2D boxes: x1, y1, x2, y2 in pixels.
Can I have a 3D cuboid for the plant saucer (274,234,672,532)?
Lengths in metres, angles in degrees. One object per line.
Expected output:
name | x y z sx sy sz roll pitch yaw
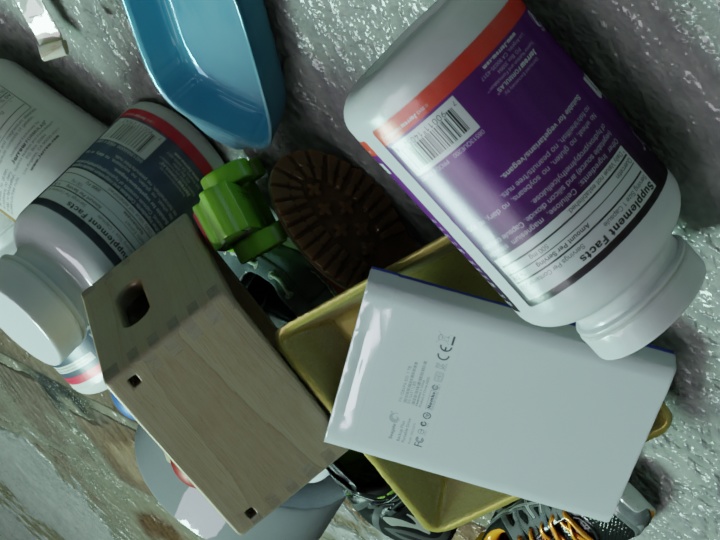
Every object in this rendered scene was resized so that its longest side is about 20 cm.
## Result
plant saucer | 0.076 0.060 0.894 0.199 0.049 0.201 -29 113 23

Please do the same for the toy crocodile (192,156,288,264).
toy crocodile | -0.091 -0.040 0.979 0.068 0.061 0.200 61 -176 -3

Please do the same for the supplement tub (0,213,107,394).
supplement tub | -0.280 0.006 1.287 0.201 0.141 0.140 50 153 -19

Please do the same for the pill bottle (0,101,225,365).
pill bottle | -0.204 -0.027 1.060 0.119 0.200 0.120 32 154 18

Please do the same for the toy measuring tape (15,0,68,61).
toy measuring tape | -0.271 -0.227 0.986 0.073 0.074 0.201 19 144 39

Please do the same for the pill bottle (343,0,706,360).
pill bottle | 0.091 -0.051 0.711 0.200 0.113 0.112 46 154 -10

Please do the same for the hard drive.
hard drive | 0.086 0.082 0.863 0.197 0.025 0.133 16 122 0

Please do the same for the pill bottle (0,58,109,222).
pill bottle | -0.308 -0.117 1.164 0.199 0.115 0.115 34 154 15

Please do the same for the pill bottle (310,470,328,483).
pill bottle | -0.065 0.115 1.150 0.198 0.112 0.111 25 157 -13

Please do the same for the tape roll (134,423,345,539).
tape roll | -0.103 0.165 1.222 0.199 0.200 0.067 37 117 9

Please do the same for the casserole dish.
casserole dish | -0.104 -0.165 0.893 0.120 0.039 0.201 27 150 28

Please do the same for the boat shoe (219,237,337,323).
boat shoe | -0.089 0.005 1.108 0.199 0.062 0.073 14 146 45

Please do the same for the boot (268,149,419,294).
boot | 0.000 0.000 0.970 0.200 0.075 0.107 45 159 -10

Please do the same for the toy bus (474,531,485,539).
toy bus | 0.169 0.293 1.166 0.199 0.079 0.065 9 145 51

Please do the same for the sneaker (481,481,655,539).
sneaker | 0.159 0.201 1.050 0.078 0.077 0.200 44 153 -2

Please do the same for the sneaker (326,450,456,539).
sneaker | 0.013 0.169 1.081 0.200 0.071 0.083 51 -178 -31

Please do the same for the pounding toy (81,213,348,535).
pounding toy | -0.121 0.085 0.978 0.185 0.142 0.200 54 179 -27
